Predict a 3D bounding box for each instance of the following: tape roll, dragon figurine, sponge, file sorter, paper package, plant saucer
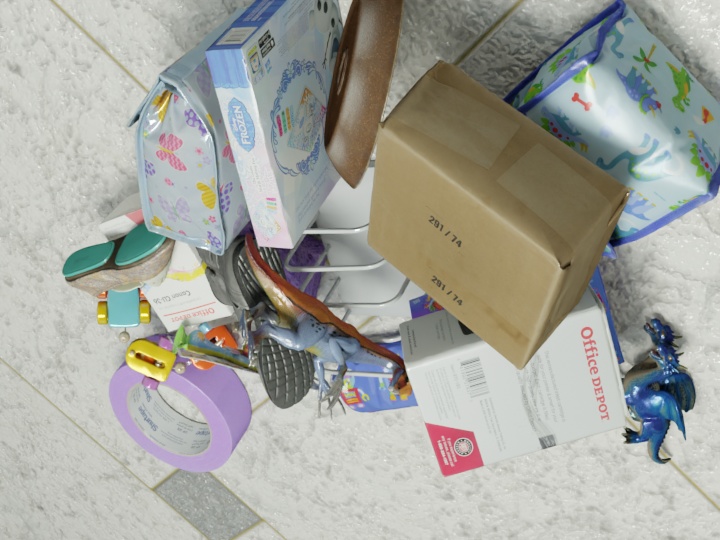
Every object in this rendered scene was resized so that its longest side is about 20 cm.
[{"bbox_3d":[-0.254,0.189,1.480,0.197,0.066,0.203,14,131,17],"label":"tape roll"},{"bbox_3d":[0.327,0.146,1.135,0.098,0.059,0.202,-13,117,36],"label":"dragon figurine"},{"bbox_3d":[-0.140,-0.022,1.274,0.197,0.030,0.113,25,132,10],"label":"sponge"},{"bbox_3d":[0.000,0.000,1.150,0.136,0.125,0.203,0,125,27],"label":"file sorter"},{"bbox_3d":[0.110,-0.045,0.922,0.199,0.103,0.192,38,153,18],"label":"paper package"},{"bbox_3d":[-0.002,-0.178,0.956,0.036,0.203,0.202,10,134,-8],"label":"plant saucer"}]

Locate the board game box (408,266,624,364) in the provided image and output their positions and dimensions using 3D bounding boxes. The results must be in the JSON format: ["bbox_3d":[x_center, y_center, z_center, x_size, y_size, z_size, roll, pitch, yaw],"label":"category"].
[{"bbox_3d":[0.165,0.064,1.107,0.197,0.045,0.136,-19,118,6],"label":"board game box"}]

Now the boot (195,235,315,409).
[{"bbox_3d":[-0.118,0.045,1.170,0.131,0.069,0.204,16,122,57],"label":"boot"}]

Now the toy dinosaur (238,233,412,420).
[{"bbox_3d":[-0.028,0.070,1.069,0.178,0.105,0.204,0,101,-17],"label":"toy dinosaur"}]

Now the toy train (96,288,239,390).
[{"bbox_3d":[-0.254,0.066,1.378,0.201,0.150,0.056,51,177,-8],"label":"toy train"}]

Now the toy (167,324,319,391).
[{"bbox_3d":[-0.130,0.100,1.280,0.196,0.115,0.048,14,93,-20],"label":"toy"}]

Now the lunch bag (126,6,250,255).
[{"bbox_3d":[-0.150,-0.152,1.078,0.125,0.170,0.202,20,136,16],"label":"lunch bag"}]

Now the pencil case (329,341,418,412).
[{"bbox_3d":[0.060,0.116,1.243,0.197,0.078,0.088,-14,98,36],"label":"pencil case"}]

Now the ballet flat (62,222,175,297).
[{"bbox_3d":[-0.260,-0.009,1.204,0.198,0.069,0.067,-10,138,41],"label":"ballet flat"}]

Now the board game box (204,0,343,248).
[{"bbox_3d":[-0.063,-0.162,1.001,0.043,0.201,0.202,3,127,23],"label":"board game box"}]

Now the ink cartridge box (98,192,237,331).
[{"bbox_3d":[-0.208,-0.002,1.259,0.115,0.068,0.202,-14,117,36],"label":"ink cartridge box"}]

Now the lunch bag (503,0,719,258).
[{"bbox_3d":[0.210,-0.111,0.956,0.170,0.128,0.199,44,144,-9],"label":"lunch bag"}]

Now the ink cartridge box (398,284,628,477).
[{"bbox_3d":[0.153,0.103,1.053,0.196,0.084,0.147,-17,118,6],"label":"ink cartridge box"}]
